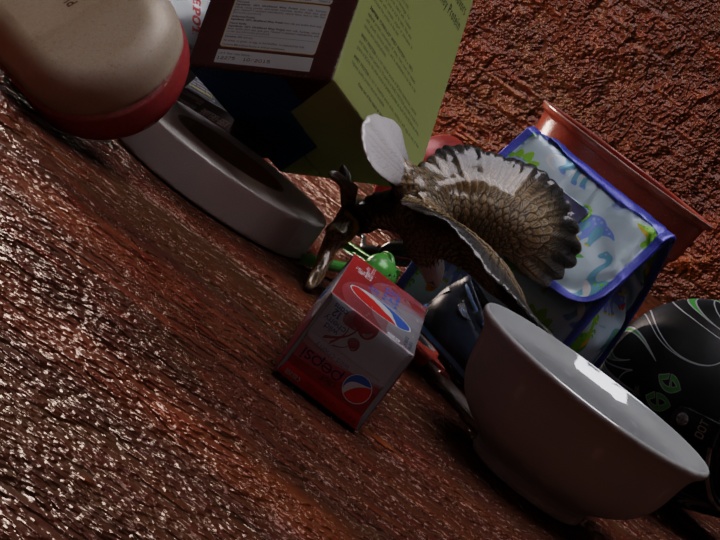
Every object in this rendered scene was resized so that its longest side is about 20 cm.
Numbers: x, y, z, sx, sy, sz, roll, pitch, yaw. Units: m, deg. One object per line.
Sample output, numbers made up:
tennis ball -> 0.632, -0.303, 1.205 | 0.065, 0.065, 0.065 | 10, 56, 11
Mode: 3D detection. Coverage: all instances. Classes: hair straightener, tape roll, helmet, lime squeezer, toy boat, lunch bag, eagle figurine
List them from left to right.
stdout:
toy boat -> -0.202, -0.157, 1.492 | 0.200, 0.130, 0.131 | 46, -16, 48
tape roll -> -0.117, -0.083, 1.617 | 0.202, 0.037, 0.203 | 35, 9, -6
lime squeezer -> 0.000, 0.000, 1.682 | 0.070, 0.038, 0.200 | 6, 6, 9
hair straightener -> 0.079, -0.033, 1.803 | 0.199, 0.077, 0.041 | 10, 4, 31
eagle figurine -> 0.074, -0.030, 1.547 | 0.199, 0.153, 0.151 | 10, -10, 13
lunch bag -> 0.151, 0.001, 1.677 | 0.170, 0.200, 0.127 | 41, 9, 24
helmet -> 0.301, 0.117, 1.709 | 0.200, 0.201, 0.191 | 29, 3, -38

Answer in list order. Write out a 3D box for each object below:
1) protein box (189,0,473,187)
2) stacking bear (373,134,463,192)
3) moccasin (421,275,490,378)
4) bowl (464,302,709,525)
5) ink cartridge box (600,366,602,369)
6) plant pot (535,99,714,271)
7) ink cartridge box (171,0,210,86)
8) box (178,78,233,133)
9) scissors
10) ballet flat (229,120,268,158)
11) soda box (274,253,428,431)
protein box -> -0.018, -0.205, 1.617 | 0.134, 0.201, 0.199 | 9, -19, 25
stacking bear -> 0.114, -0.038, 2.072 | 0.200, 0.121, 0.114 | 48, 11, 23
moccasin -> 0.125, 0.079, 1.574 | 0.200, 0.068, 0.080 | 46, 7, 24
bowl -> 0.144, 0.118, 1.395 | 0.201, 0.091, 0.201 | 35, 8, -6
ink cartridge box -> 0.249, 0.104, 1.951 | 0.116, 0.068, 0.200 | 34, 8, -22
plant pot -> 0.197, -0.024, 1.854 | 0.200, 0.196, 0.201 | 36, 8, -6
ink cartridge box -> -0.223, -0.249, 1.654 | 0.199, 0.083, 0.146 | 23, 48, -32
box -> -0.174, -0.213, 1.815 | 0.200, 0.050, 0.158 | 27, 43, -47
scissors -> 0.064, 0.080, 1.533 | 0.073, 0.014, 0.200 | 30, 9, -46
ballet flat -> -0.102, -0.179, 1.677 | 0.057, 0.201, 0.067 | 12, 42, 23
soda box -> -0.004, 0.044, 1.299 | 0.070, 0.064, 0.200 | 37, 8, -1
